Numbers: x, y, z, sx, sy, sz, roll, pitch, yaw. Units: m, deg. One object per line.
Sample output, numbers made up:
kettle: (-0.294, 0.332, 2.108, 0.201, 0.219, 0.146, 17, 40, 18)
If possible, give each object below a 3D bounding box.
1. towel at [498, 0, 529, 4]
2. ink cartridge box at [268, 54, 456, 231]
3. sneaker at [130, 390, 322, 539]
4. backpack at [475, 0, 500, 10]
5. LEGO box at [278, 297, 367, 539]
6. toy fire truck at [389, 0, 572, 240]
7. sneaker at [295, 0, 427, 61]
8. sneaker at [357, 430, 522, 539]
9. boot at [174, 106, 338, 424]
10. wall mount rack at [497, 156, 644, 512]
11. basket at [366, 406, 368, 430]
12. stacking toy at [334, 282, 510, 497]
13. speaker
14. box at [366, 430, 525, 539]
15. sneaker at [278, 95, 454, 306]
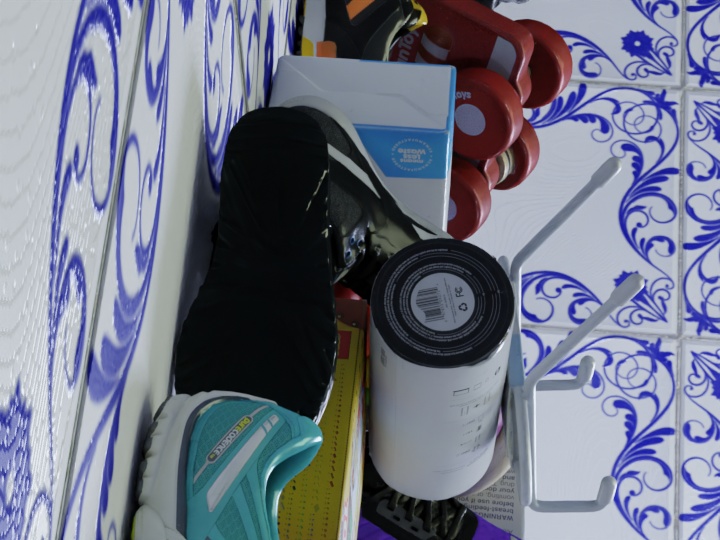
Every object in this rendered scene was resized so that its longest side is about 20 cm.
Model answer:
towel: (0.022, -0.209, 1.123, 0.200, 0.165, 0.086, 80, 21, -78)
ink cartridge box: (0.000, -0.040, 1.371, 0.200, 0.116, 0.068, 91, 5, -45)
sneaker: (-0.057, 0.142, 0.850, 0.078, 0.079, 0.201, 88, 7, -66)
backpack: (0.038, -0.288, 1.640, 0.127, 0.166, 0.201, 121, -23, -49)
LEGO box: (-0.042, 0.135, 1.170, 0.149, 0.077, 0.200, 91, 4, -47)
toy fire truck: (0.051, -0.127, 1.575, 0.112, 0.168, 0.200, -45, 160, -46)
sneaker: (0.005, -0.201, 1.494, 0.070, 0.090, 0.201, 65, 30, -84)
sneaker: (0.025, 0.155, 1.324, 0.070, 0.199, 0.100, -56, 155, -48)
boot: (-0.047, 0.031, 1.042, 0.163, 0.073, 0.199, 96, -1, -66)
wall mount rack: (0.120, 0.039, 1.242, 0.200, 0.074, 0.174, -92, -179, -53)
basket: (0.010, 0.115, 1.723, 0.200, 0.135, 0.181, -26, 116, -83)
stacking toy: (0.019, 0.062, 1.373, 0.200, 0.085, 0.086, 42, 34, -28)
speaker: (0.044, 0.062, 1.213, 0.200, 0.081, 0.081, 89, 6, -63)
box: (0.018, 0.210, 1.424, 0.200, 0.183, 0.105, -81, 176, -54)
sneaker: (0.000, 0.000, 1.258, 0.200, 0.073, 0.112, 49, 30, -18)
